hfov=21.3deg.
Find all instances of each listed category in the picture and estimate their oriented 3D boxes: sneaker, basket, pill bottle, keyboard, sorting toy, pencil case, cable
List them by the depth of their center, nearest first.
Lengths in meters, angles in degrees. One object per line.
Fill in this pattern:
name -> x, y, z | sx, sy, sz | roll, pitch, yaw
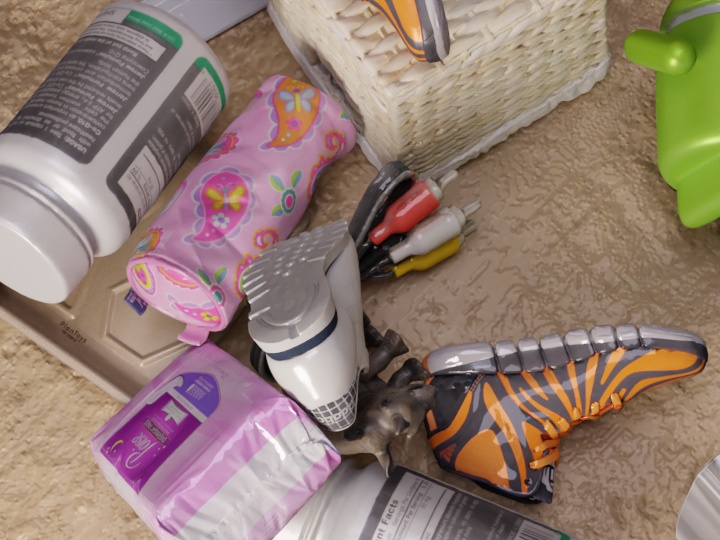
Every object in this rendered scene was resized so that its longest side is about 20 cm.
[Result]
sneaker -> -0.029, 0.031, 1.259 | 0.076, 0.200, 0.081 | -25, 110, 15
pill bottle -> 0.039, 0.195, 1.278 | 0.200, 0.113, 0.113 | 22, 73, 11
sneaker -> -0.017, -0.210, 1.282 | 0.112, 0.078, 0.200 | -23, 67, 1
sneaker -> 0.144, 0.103, 1.324 | 0.199, 0.078, 0.112 | -9, 73, 12
pill bottle -> -0.189, -0.083, 1.345 | 0.113, 0.113, 0.200 | 28, 63, 13
pencil case -> -0.084, -0.045, 1.357 | 0.087, 0.088, 0.200 | 26, 60, 12
cable -> 0.000, 0.000, 1.361 | 0.200, 0.097, 0.050 | -43, 52, -13
basket -> 0.056, -0.201, 1.396 | 0.200, 0.161, 0.198 | -32, 70, -9
sorting toy -> -0.163, -0.012, 1.411 | 0.185, 0.036, 0.200 | 33, 71, 14
keyboard -> -0.085, -0.229, 1.495 | 0.200, 0.011, 0.056 | -31, 76, -7

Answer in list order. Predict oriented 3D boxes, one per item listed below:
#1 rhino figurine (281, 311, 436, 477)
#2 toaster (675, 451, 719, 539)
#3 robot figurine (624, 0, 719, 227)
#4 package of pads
rhino figurine -> 0.002, 0.084, 1.287 | 0.087, 0.200, 0.060 | -44, 112, -5
toaster -> 0.303, 0.151, 1.243 | 0.200, 0.181, 0.119 | -39, 69, -11
robot figurine -> 0.271, -0.128, 1.376 | 0.175, 0.116, 0.201 | 13, 67, -20
package of pads -> -0.100, 0.122, 1.262 | 0.120, 0.200, 0.076 | -42, 111, -9
